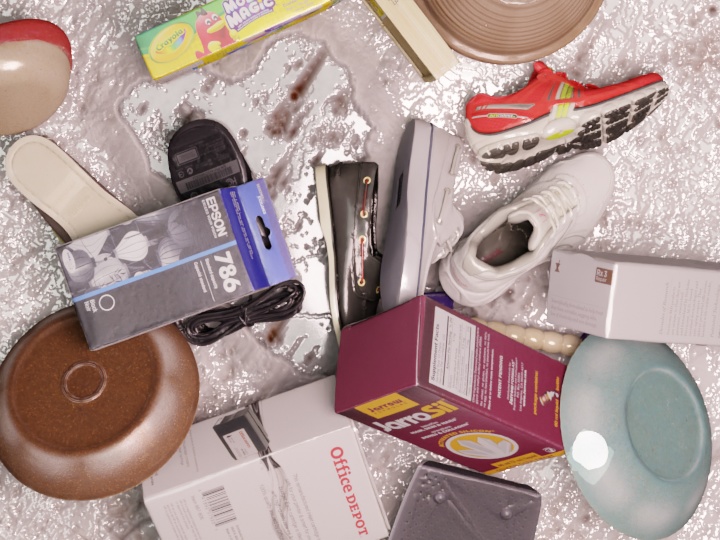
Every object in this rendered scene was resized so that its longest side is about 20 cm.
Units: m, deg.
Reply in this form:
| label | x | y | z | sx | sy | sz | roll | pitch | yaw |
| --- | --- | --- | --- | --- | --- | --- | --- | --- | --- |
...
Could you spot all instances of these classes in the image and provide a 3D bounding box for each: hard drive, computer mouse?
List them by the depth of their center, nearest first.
| label | x | y | z | sx | sy | sz | roll | pitch | yaw |
| --- | --- | --- | --- | --- | --- | --- | --- | --- | --- |
| computer mouse | -0.142 | -0.032 | 1.583 | 0.139 | 0.046 | 0.202 | -24 | 94 | 16 |
| hard drive | 0.085 | 0.278 | 1.603 | 0.133 | 0.042 | 0.202 | 14 | 110 | -5 |

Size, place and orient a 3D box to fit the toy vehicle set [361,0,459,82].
| label | x | y | z | sx | sy | sz | roll | pitch | yaw |
| --- | --- | --- | --- | --- | --- | --- | --- | --- | --- |
| toy vehicle set | 0.013 | -0.256 | 1.525 | 0.026 | 0.124 | 0.201 | -38 | 97 | 1 |

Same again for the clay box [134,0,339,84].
| label | x | y | z | sx | sy | sz | roll | pitch | yaw |
| --- | --- | --- | --- | --- | --- | --- | --- | --- | --- |
| clay box | -0.101 | -0.228 | 1.526 | 0.198 | 0.115 | 0.048 | -25 | 96 | -1 |

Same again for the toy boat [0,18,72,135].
| label | x | y | z | sx | sy | sz | roll | pitch | yaw |
| --- | --- | --- | --- | --- | --- | --- | --- | --- | --- |
| toy boat | -0.358 | -0.199 | 1.525 | 0.197 | 0.131 | 0.132 | -1 | 67 | -3 |

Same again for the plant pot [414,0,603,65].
| label | x | y | z | sx | sy | sz | roll | pitch | yaw |
| --- | --- | --- | --- | --- | --- | --- | --- | --- | --- |
| plant pot | 0.138 | -0.289 | 1.546 | 0.198 | 0.093 | 0.204 | 0 | 95 | -4 |

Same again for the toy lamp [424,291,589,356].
| label | x | y | z | sx | sy | sz | roll | pitch | yaw |
| --- | --- | --- | --- | --- | --- | --- | --- | --- | --- |
| toy lamp | 0.131 | 0.058 | 1.599 | 0.198 | 0.058 | 0.059 | 11 | 95 | -7 |

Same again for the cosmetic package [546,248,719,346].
| label | x | y | z | sx | sy | sz | roll | pitch | yaw |
| --- | --- | --- | --- | --- | --- | --- | --- | --- | --- |
| cosmetic package | 0.277 | 0.026 | 1.545 | 0.198 | 0.101 | 0.075 | 3 | 96 | -27 |

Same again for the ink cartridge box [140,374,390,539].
| label | x | y | z | sx | sy | sz | roll | pitch | yaw |
| --- | --- | --- | --- | --- | --- | --- | --- | --- | --- |
| ink cartridge box | -0.088 | 0.202 | 1.558 | 0.198 | 0.085 | 0.146 | -19 | 126 | -2 |

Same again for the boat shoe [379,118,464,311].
| label | x | y | z | sx | sy | sz | roll | pitch | yaw |
| --- | --- | --- | --- | --- | --- | --- | --- | --- | --- |
| boat shoe | 0.063 | -0.045 | 1.544 | 0.065 | 0.074 | 0.202 | 15 | 66 | -13 |

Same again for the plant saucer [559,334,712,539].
| label | x | y | z | sx | sy | sz | roll | pitch | yaw |
| --- | --- | --- | --- | --- | --- | --- | --- | --- | --- |
| plant saucer | 0.267 | 0.144 | 1.563 | 0.199 | 0.039 | 0.203 | 13 | 68 | -35 |

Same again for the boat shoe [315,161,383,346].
| label | x | y | z | sx | sy | sz | roll | pitch | yaw |
| --- | --- | --- | --- | --- | --- | --- | --- | --- | --- |
| boat shoe | 0.000 | 0.000 | 1.575 | 0.062 | 0.074 | 0.204 | -5 | 92 | 5 |

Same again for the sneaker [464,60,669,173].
| label | x | y | z | sx | sy | sz | roll | pitch | yaw |
| --- | --- | --- | --- | --- | --- | --- | --- | --- | --- |
| sneaker | 0.190 | -0.159 | 1.574 | 0.198 | 0.077 | 0.086 | -16 | 70 | -11 |

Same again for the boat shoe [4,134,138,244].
| label | x | y | z | sx | sy | sz | roll | pitch | yaw |
| --- | --- | --- | --- | --- | --- | --- | --- | --- | --- |
| boat shoe | -0.246 | -0.042 | 1.563 | 0.072 | 0.060 | 0.200 | -44 | 97 | -2 |

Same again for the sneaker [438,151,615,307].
| label | x | y | z | sx | sy | sz | roll | pitch | yaw |
| --- | --- | --- | --- | --- | --- | --- | --- | --- | --- |
| sneaker | 0.165 | -0.042 | 1.556 | 0.200 | 0.099 | 0.078 | -40 | 87 | -15 |

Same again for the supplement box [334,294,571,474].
| label | x | y | z | sx | sy | sz | roll | pitch | yaw |
| --- | --- | --- | --- | --- | --- | --- | --- | --- | --- |
| supplement box | 0.086 | 0.106 | 1.520 | 0.199 | 0.110 | 0.087 | 25 | 58 | -35 |

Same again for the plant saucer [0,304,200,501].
| label | x | y | z | sx | sy | sz | roll | pitch | yaw |
| --- | --- | --- | --- | --- | --- | --- | --- | --- | --- |
| plant saucer | -0.245 | 0.107 | 1.533 | 0.198 | 0.037 | 0.202 | -4 | 59 | 7 |

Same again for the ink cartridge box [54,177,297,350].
| label | x | y | z | sx | sy | sz | roll | pitch | yaw |
| --- | --- | --- | --- | --- | --- | --- | --- | --- | --- |
| ink cartridge box | -0.163 | -0.007 | 1.520 | 0.198 | 0.039 | 0.100 | -21 | 89 | -4 |
